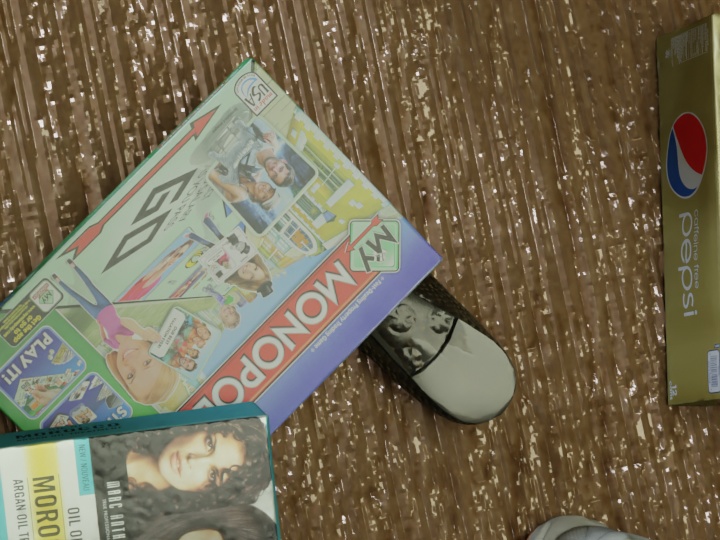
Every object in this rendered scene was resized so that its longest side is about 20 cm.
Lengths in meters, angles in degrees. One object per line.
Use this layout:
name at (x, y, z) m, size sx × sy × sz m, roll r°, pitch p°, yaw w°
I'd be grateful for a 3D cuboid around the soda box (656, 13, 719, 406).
soda box at (0.201, -0.030, 1.249) m, size 0.067 × 0.064 × 0.201 m, roll 1°, pitch 84°, yaw -20°

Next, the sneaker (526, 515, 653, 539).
sneaker at (0.177, 0.188, 1.199) m, size 0.199 × 0.092 × 0.076 m, roll 27°, pitch 76°, yaw -16°

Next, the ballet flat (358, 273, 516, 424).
ballet flat at (0.000, 0.000, 1.185) m, size 0.200 × 0.046 × 0.067 m, roll 44°, pitch 87°, yaw -5°

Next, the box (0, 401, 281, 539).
box at (-0.138, 0.115, 1.088) m, size 0.199 × 0.049 × 0.083 m, roll -7°, pitch 95°, yaw -10°

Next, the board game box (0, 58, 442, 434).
board game box at (-0.077, 0.017, 1.133) m, size 0.200 × 0.029 × 0.135 m, roll -46°, pitch 99°, yaw -5°
